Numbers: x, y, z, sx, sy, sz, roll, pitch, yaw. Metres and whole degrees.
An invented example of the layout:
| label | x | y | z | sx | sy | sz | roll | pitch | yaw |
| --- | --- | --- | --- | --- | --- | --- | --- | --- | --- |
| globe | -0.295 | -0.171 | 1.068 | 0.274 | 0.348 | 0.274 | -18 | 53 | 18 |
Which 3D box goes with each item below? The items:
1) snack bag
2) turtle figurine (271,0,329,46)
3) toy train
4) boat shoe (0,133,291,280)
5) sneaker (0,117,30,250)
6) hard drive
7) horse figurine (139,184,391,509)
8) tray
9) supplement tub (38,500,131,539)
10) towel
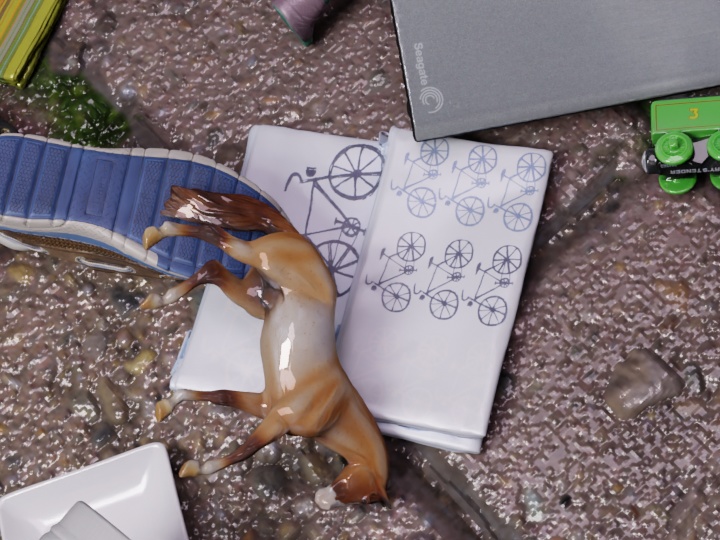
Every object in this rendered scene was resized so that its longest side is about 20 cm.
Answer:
| label | x | y | z | sx | sy | sz | roll | pitch | yaw |
| --- | --- | --- | --- | --- | --- | --- | --- | --- | --- |
| snack bag | 0.000 | 0.000 | 1.179 | 0.198 | 0.021 | 0.190 | 10 | 70 | 17 |
| turtle figurine | 0.015 | -0.239 | 1.244 | 0.199 | 0.101 | 0.150 | -35 | 63 | 2 |
| toy train | 0.260 | -0.079 | 1.146 | 0.198 | 0.042 | 0.057 | -3 | 55 | 12 |
| boat shoe | -0.135 | -0.033 | 1.183 | 0.198 | 0.072 | 0.073 | 16 | 72 | 1 |
| sneaker | -0.271 | -0.073 | 1.258 | 0.199 | 0.073 | 0.072 | 35 | 49 | 12 |
| hard drive | 0.116 | -0.162 | 1.178 | 0.198 | 0.033 | 0.141 | -10 | 91 | 1 |
| horse figurine | -0.054 | 0.037 | 1.109 | 0.131 | 0.050 | 0.202 | -4 | 71 | -25 |
| tray | -0.134 | 0.204 | 1.118 | 0.106 | 0.022 | 0.201 | -20 | 64 | 5 |
| supplement tub | -0.161 | 0.234 | 1.026 | 0.131 | 0.132 | 0.200 | 34 | 78 | 24 |
| towel | -0.291 | -0.179 | 1.331 | 0.198 | 0.018 | 0.087 | 16 | 65 | 20 |
